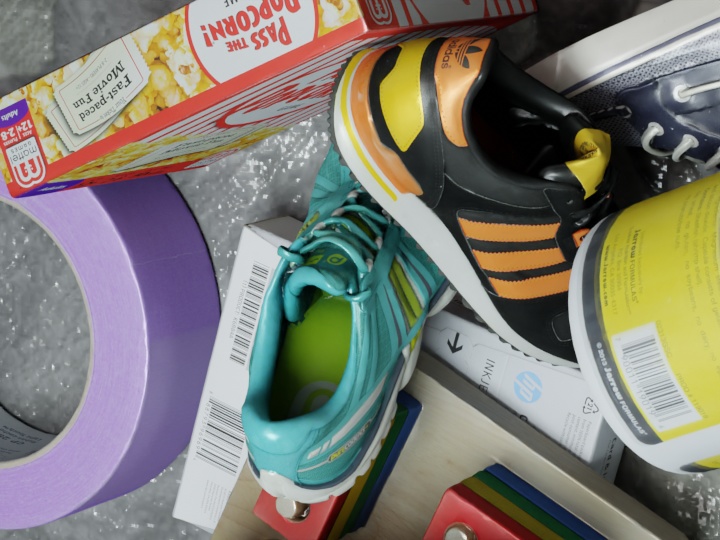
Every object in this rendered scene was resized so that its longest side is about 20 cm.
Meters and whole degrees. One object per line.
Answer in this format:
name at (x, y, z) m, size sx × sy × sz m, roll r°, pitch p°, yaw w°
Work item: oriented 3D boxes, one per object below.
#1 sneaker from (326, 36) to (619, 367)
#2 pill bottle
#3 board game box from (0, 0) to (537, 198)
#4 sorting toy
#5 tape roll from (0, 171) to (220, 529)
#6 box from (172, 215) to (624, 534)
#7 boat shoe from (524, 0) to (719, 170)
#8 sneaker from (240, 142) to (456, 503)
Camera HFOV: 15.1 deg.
sneaker at (0.078, -0.025, 1.121) m, size 0.090 × 0.070 × 0.200 m, roll -11°, pitch 137°, yaw 45°
pill bottle at (0.187, 0.003, 1.040) m, size 0.200 × 0.112 × 0.112 m, roll -21°, pitch 88°, yaw 37°
board game box at (-0.044, -0.093, 1.195) m, size 0.200 × 0.151 × 0.046 m, roll -23°, pitch 85°, yaw 32°
sorting toy at (0.012, 0.151, 1.206) m, size 0.200 × 0.070 × 0.199 m, roll 35°, pitch 116°, yaw 21°
tape roll at (-0.169, 0.024, 1.342) m, size 0.200 × 0.066 × 0.200 m, roll 5°, pitch 100°, yaw 30°
box at (0.018, 0.082, 1.254) m, size 0.200 × 0.041 × 0.156 m, roll 24°, pitch 111°, yaw 27°
boat shoe at (0.144, -0.063, 1.132) m, size 0.200 × 0.075 × 0.093 m, roll -25°, pitch 81°, yaw 33°
sneaker at (0.000, 0.000, 1.141) m, size 0.077 × 0.080 × 0.200 m, roll 11°, pitch 71°, yaw 16°
